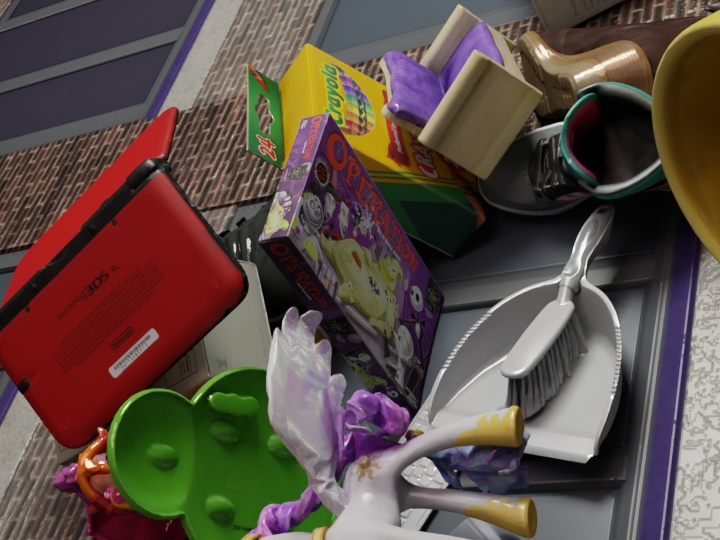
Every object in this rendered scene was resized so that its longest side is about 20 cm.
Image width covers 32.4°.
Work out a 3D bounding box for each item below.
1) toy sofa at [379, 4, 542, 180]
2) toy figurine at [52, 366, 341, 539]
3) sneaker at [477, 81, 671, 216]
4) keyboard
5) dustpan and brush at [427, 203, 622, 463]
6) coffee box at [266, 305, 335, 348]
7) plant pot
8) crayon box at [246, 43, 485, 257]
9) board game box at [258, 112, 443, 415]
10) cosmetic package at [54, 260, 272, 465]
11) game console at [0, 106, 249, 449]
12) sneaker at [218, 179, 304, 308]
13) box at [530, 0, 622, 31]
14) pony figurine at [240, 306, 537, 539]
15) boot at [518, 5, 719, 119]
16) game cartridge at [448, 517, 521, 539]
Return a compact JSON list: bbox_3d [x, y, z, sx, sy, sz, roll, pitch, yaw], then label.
[{"bbox_3d":[0.078,-0.159,1.014,0.083,0.097,0.200,-55,12,19],"label":"toy sofa"},{"bbox_3d":[-0.147,0.154,0.882,0.183,0.199,0.151,-18,62,41],"label":"toy figurine"},{"bbox_3d":[0.160,-0.084,0.914,0.199,0.120,0.084,-9,80,31],"label":"sneaker"},{"bbox_3d":[0.041,0.141,0.868,0.056,0.011,0.200,13,59,45],"label":"keyboard"},{"bbox_3d":[0.138,0.033,0.862,0.139,0.057,0.200,5,42,40],"label":"dustpan and brush"},{"bbox_3d":[-0.051,0.022,1.036,0.199,0.044,0.123,-35,38,2],"label":"coffee box"},{"bbox_3d":[0.317,-0.100,0.771,0.188,0.202,0.201,-29,35,-17],"label":"plant pot"},{"bbox_3d":[0.003,-0.104,0.998,0.051,0.199,0.127,-49,30,31],"label":"crayon box"},{"bbox_3d":[0.000,0.000,0.892,0.032,0.200,0.121,-13,44,25],"label":"board game box"},{"bbox_3d":[-0.161,0.075,0.972,0.199,0.073,0.104,-29,63,36],"label":"cosmetic package"},{"bbox_3d":[-0.177,0.003,0.929,0.200,0.173,0.119,-42,-8,20],"label":"game console"},{"bbox_3d":[-0.069,-0.049,1.028,0.098,0.071,0.201,-13,47,19],"label":"sneaker"},{"bbox_3d":[0.228,-0.335,1.142,0.199,0.107,0.153,-26,39,13],"label":"box"},{"bbox_3d":[0.005,0.135,0.759,0.199,0.167,0.194,-8,42,24],"label":"pony figurine"},{"bbox_3d":[0.227,-0.175,1.022,0.165,0.073,0.200,-16,18,-5],"label":"boot"},{"bbox_3d":[0.042,0.248,0.737,0.200,0.041,0.133,-41,42,-6],"label":"game cartridge"}]
